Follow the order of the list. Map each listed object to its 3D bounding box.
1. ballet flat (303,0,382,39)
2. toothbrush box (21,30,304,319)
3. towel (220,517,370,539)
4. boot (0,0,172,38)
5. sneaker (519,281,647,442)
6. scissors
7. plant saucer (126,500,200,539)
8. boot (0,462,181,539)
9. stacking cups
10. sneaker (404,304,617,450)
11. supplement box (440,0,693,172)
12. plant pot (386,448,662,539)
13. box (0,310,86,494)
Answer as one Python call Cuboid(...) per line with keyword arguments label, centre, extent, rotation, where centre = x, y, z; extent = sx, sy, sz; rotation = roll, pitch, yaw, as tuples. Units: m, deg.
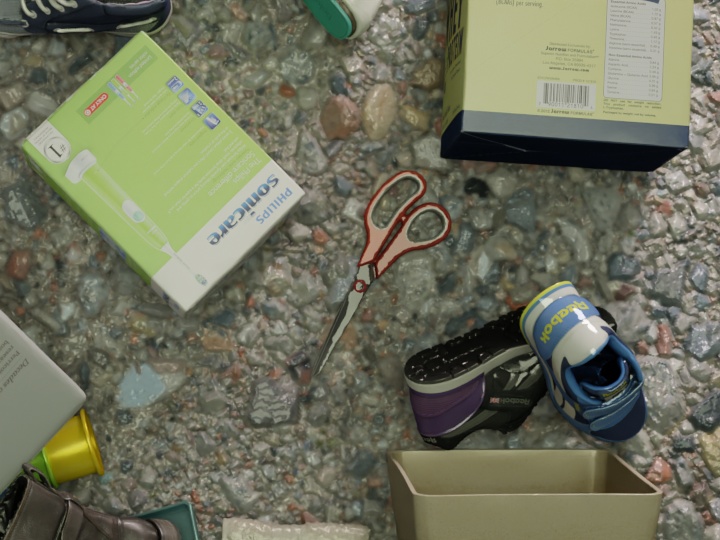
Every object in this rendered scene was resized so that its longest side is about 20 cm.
Cuboid(label="ballet flat", centre=(-0.055, -0.293, 1.766), extent=(0.069, 0.069, 0.200), rotation=(-42, 93, -9))
Cuboid(label="toothbrush box", centre=(-0.169, -0.080, 1.713), extent=(0.200, 0.086, 0.146), rotation=(44, 81, 1))
Cuboid(label="towel", centre=(-0.058, 0.314, 1.706), extent=(0.132, 0.034, 0.200), rotation=(3, 84, -7))
Cuboid(label="boot", centre=(-0.262, -0.242, 1.720), extent=(0.200, 0.090, 0.073), rotation=(-1, 84, -6))
Cuboid(label="sneaker", centre=(0.201, 0.095, 1.687), extent=(0.074, 0.200, 0.082), rotation=(-43, 45, -4))
Cuboid(label="scissors", centre=(0.000, 0.000, 1.759), extent=(0.073, 0.014, 0.200), rotation=(43, 82, -2))
Cuboid(label="plant saucer", centre=(-0.149, 0.299, 1.686), extent=(0.070, 0.019, 0.200), rotation=(-17, 78, 22))
Cuboid(label="boot", centre=(-0.249, 0.265, 1.625), extent=(0.174, 0.069, 0.200), rotation=(20, 88, -40))
Cuboid(label="stacking cups", centre=(-0.320, 0.177, 1.689), extent=(0.200, 0.061, 0.061), rotation=(-19, 86, -2))
Cuboid(label="sneaker", centre=(0.133, 0.092, 1.743), extent=(0.200, 0.076, 0.088), rotation=(-19, 117, -16))
Cuboid(label="supplement box", centre=(0.178, -0.200, 1.736), extent=(0.200, 0.134, 0.200), rotation=(4, 83, -5))
Cuboid(label="plant pot", centre=(0.129, 0.252, 1.662), extent=(0.199, 0.200, 0.177), rotation=(0, 96, -6))
Cuboid(label="box", centre=(-0.373, 0.088, 1.592), extent=(0.200, 0.171, 0.199), rotation=(-49, 47, -8))
